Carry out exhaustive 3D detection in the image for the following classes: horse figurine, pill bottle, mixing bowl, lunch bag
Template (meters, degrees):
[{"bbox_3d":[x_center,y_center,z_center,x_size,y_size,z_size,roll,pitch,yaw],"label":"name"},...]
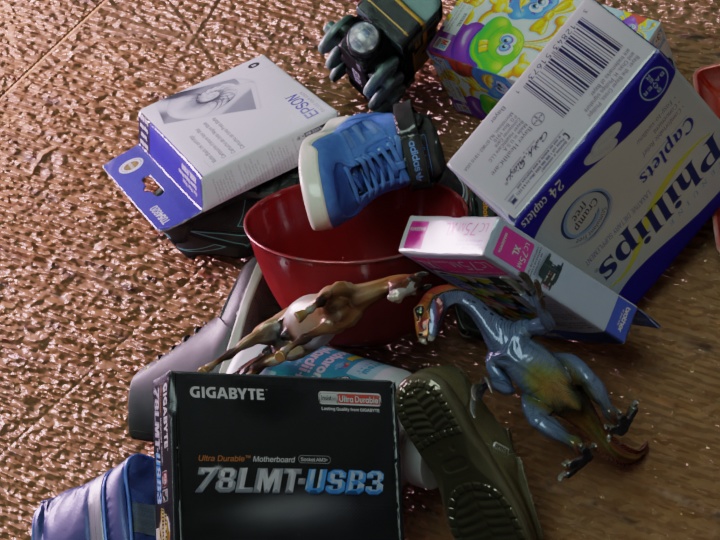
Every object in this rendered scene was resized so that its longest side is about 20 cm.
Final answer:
[{"bbox_3d":[-0.050,0.052,1.494,0.199,0.132,0.050,-34,87,42],"label":"horse figurine"},{"bbox_3d":[-0.015,0.127,1.571,0.198,0.111,0.112,14,67,29],"label":"pill bottle"},{"bbox_3d":[0.000,0.000,1.613,0.198,0.109,0.201,-4,24,2],"label":"mixing bowl"},{"bbox_3d":[-0.160,0.247,1.513,0.132,0.199,0.137,-27,53,28],"label":"lunch bag"}]

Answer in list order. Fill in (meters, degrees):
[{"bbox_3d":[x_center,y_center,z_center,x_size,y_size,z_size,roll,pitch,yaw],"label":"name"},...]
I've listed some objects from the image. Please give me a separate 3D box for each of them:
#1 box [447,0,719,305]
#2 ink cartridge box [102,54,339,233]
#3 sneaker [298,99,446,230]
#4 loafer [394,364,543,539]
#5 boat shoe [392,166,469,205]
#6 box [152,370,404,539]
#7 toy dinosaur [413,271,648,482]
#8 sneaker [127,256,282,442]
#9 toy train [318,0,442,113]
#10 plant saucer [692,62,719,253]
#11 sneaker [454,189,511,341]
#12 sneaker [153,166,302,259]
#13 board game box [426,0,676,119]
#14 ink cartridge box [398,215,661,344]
[{"bbox_3d":[0.205,-0.090,1.528,0.184,0.200,0.105,-50,47,5],"label":"box"},{"bbox_3d":[-0.140,-0.127,1.753,0.199,0.041,0.200,-28,31,-13],"label":"ink cartridge box"},{"bbox_3d":[0.015,-0.094,1.593,0.110,0.078,0.200,-8,16,13],"label":"sneaker"},{"bbox_3d":[0.099,0.160,1.477,0.076,0.201,0.067,-14,18,38],"label":"loafer"},{"bbox_3d":[0.014,-0.106,1.727,0.199,0.066,0.070,32,76,34],"label":"boat shoe"},{"bbox_3d":[-0.062,0.182,1.419,0.050,0.198,0.201,-25,63,59],"label":"box"},{"bbox_3d":[0.125,0.086,1.468,0.105,0.200,0.181,-43,60,-7],"label":"toy dinosaur"},{"bbox_3d":[-0.145,0.070,1.682,0.105,0.075,0.202,8,65,24],"label":"sneaker"},{"bbox_3d":[0.027,-0.213,1.713,0.085,0.200,0.114,44,88,8],"label":"toy train"},{"bbox_3d":[0.398,-0.108,1.583,0.198,0.037,0.202,-12,56,17],"label":"plant saucer"},{"bbox_3d":[0.119,-0.034,1.626,0.080,0.086,0.202,-2,61,24],"label":"sneaker"},{"bbox_3d":[-0.100,-0.061,1.743,0.198,0.080,0.076,-9,35,19],"label":"sneaker"},{"bbox_3d":[0.179,-0.186,1.682,0.199,0.103,0.105,23,71,32],"label":"board game box"},{"bbox_3d":[0.141,0.014,1.504,0.119,0.199,0.042,4,70,56],"label":"ink cartridge box"}]
